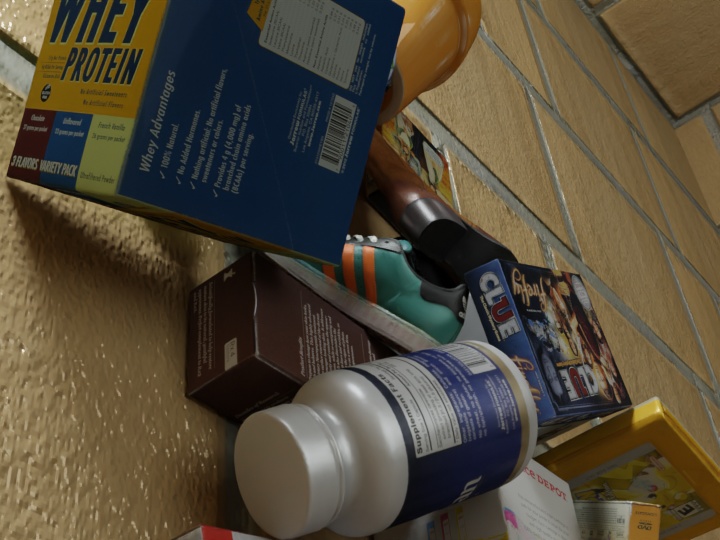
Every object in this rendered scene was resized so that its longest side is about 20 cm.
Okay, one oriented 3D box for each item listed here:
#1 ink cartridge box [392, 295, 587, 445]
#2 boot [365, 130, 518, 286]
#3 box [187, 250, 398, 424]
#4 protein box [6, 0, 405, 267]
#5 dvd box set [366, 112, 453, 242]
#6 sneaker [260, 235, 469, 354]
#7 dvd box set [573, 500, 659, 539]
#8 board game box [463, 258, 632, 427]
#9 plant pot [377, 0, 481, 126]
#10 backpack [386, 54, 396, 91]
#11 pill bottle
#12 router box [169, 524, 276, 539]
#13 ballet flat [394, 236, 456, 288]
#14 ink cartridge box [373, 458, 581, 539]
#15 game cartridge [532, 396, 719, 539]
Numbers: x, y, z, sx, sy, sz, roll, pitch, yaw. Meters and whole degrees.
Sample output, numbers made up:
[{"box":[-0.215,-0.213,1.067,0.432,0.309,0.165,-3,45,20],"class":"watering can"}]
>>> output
[{"box":[0.152,0.100,1.071,0.200,0.144,0.146,7,56,-60],"class":"ink cartridge box"},{"box":[0.068,-0.061,1.126,0.188,0.069,0.200,25,20,-42],"class":"boot"},{"box":[-0.039,0.083,0.825,0.200,0.075,0.100,40,31,-38],"class":"box"},{"box":[-0.101,-0.126,0.741,0.200,0.135,0.199,18,86,-47],"class":"protein box"},{"box":[0.060,-0.110,1.276,0.146,0.029,0.200,43,28,-30],"class":"dvd box set"},{"box":[0.000,0.000,0.898,0.200,0.080,0.071,32,-8,14],"class":"sneaker"},{"box":[0.201,0.293,0.882,0.146,0.029,0.201,120,-22,-75],"class":"dvd box set"},{"box":[0.168,0.064,0.928,0.200,0.035,0.136,6,61,-59],"class":"board game box"},{"box":[0.019,-0.261,1.204,0.200,0.200,0.184,48,42,-21],"class":"plant pot"},{"box":[-0.056,-0.243,1.038,0.154,0.199,0.191,-1,69,-60],"class":"backpack"},{"box":[0.018,0.117,0.731,0.199,0.111,0.111,-9,68,-40],"class":"pill bottle"},{"box":[-0.038,0.267,0.645,0.179,0.049,0.201,28,39,-48],"class":"router box"},{"box":[0.076,0.002,1.146,0.200,0.057,0.067,7,57,-60],"class":"ballet flat"},{"box":[0.097,0.235,0.841,0.128,0.125,0.201,38,32,-37],"class":"ink cartridge box"},{"box":[0.251,0.226,1.049,0.176,0.200,0.032,44,25,-27],"class":"game cartridge"}]
